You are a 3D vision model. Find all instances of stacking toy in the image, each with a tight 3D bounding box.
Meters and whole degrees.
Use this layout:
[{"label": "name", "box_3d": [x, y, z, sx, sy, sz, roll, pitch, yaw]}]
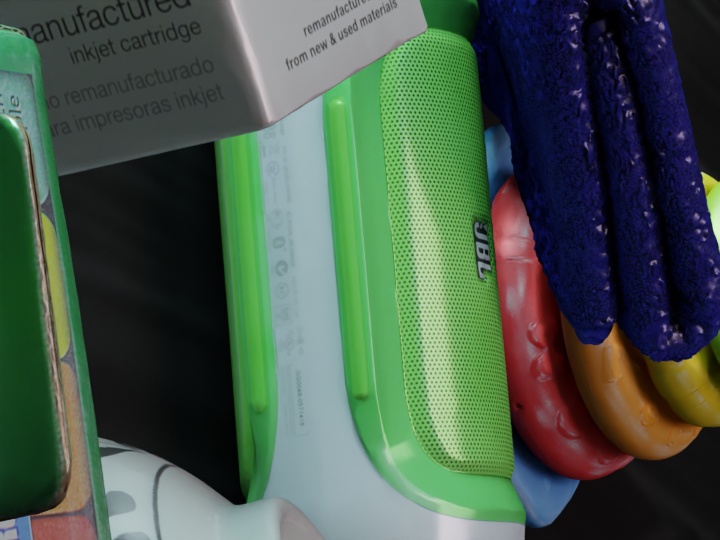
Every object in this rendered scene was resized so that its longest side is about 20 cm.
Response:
[{"label": "stacking toy", "box_3d": [0.127, 0.006, 0.947, 0.110, 0.200, 0.116, 59, 35, -31]}]

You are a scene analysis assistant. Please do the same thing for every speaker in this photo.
[{"label": "speaker", "box_3d": [0.000, 0.000, 0.850, 0.088, 0.088, 0.200, 11, 72, -58]}]

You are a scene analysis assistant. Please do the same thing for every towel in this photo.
[{"label": "towel", "box_3d": [0.055, -0.075, 0.886, 0.200, 0.050, 0.148, -108, 180, -60]}]

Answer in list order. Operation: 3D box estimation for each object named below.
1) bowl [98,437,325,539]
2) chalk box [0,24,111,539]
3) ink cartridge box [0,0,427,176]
[{"label": "bowl", "box_3d": [-0.041, 0.109, 0.655, 0.201, 0.094, 0.201, 61, 7, -13]}, {"label": "chalk box", "box_3d": [-0.126, 0.021, 0.511, 0.124, 0.200, 0.125, 3, 78, -59]}, {"label": "ink cartridge box", "box_3d": [-0.090, -0.124, 0.673, 0.083, 0.147, 0.200, -37, 112, -55]}]
